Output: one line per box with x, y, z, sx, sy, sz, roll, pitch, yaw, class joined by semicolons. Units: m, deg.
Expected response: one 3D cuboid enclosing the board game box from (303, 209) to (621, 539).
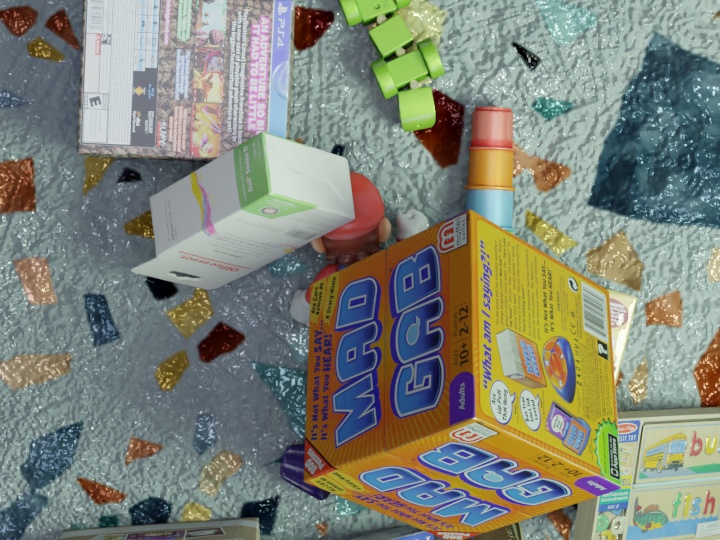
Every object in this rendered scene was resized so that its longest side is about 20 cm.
0.090;0.101;1.531;0.200;0.200;0.200;28;51;-38;board game box

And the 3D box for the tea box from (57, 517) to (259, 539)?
-0.190;0.350;1.647;0.200;0.134;0.197;-3;93;-3;tea box

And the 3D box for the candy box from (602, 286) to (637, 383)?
0.209;0.113;1.661;0.055;0.115;0.200;15;92;-4;candy box

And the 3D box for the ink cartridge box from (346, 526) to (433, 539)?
-0.010;0.308;1.637;0.200;0.044;0.094;-6;94;-45;ink cartridge box

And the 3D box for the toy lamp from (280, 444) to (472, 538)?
0.019;0.210;1.668;0.200;0.058;0.058;11;92;15;toy lamp

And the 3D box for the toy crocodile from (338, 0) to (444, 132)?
0.028;-0.232;1.672;0.067;0.062;0.200;-24;89;-1;toy crocodile

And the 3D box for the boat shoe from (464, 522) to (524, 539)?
0.133;0.288;1.685;0.075;0.075;0.203;-18;93;-1;boat shoe

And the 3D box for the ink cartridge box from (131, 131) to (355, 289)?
-0.117;-0.052;1.613;0.200;0.117;0.067;-26;63;36;ink cartridge box

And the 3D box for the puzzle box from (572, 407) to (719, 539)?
0.290;0.200;1.652;0.200;0.025;0.133;1;99;-39;puzzle box

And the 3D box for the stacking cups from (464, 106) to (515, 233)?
0.122;-0.060;1.684;0.060;0.061;0.200;0;89;-2;stacking cups

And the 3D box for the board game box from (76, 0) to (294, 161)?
-0.165;-0.184;1.643;0.200;0.097;0.160;3;92;-2;board game box

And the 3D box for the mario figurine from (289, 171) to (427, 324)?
0.000;0.000;1.682;0.123;0.106;0.200;-17;106;-37;mario figurine
